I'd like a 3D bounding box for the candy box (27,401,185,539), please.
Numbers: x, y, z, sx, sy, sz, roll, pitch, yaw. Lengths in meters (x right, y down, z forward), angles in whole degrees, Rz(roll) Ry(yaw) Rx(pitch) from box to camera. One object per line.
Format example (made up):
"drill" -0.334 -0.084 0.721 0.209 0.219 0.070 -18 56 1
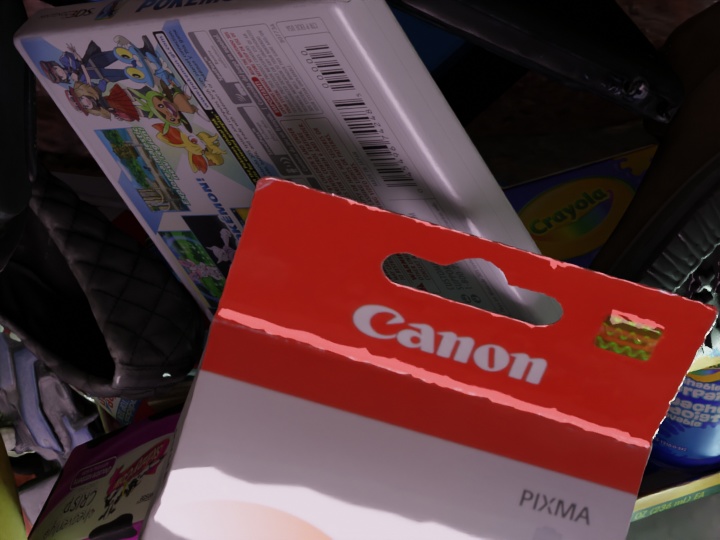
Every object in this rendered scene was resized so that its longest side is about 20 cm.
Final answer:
"candy box" -0.020 0.134 1.049 0.200 0.061 0.136 33 153 -18

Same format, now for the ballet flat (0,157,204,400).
"ballet flat" -0.145 -0.015 1.024 0.200 0.057 0.067 31 107 21

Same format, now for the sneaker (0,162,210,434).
"sneaker" -0.132 0.018 1.082 0.199 0.113 0.071 2 147 0

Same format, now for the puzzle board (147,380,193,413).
"puzzle board" 0.031 0.093 1.012 0.200 0.017 0.151 37 155 -26

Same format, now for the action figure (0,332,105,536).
"action figure" -0.154 0.080 1.212 0.193 0.105 0.201 -14 110 10

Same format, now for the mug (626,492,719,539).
"mug" 0.136 0.152 1.190 0.175 0.148 0.200 -13 -175 24

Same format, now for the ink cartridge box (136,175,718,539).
"ink cartridge box" 0.015 0.075 0.892 0.162 0.050 0.200 16 133 -5

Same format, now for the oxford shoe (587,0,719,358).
"oxford shoe" 0.133 -0.044 0.949 0.084 0.200 0.073 27 163 45

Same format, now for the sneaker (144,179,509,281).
"sneaker" 0.000 0.000 1.067 0.199 0.085 0.077 17 157 -15

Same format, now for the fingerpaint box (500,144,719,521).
"fingerpaint box" 0.138 0.021 1.049 0.199 0.073 0.167 -16 145 -17

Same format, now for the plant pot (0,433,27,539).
"plant pot" -0.222 0.079 1.036 0.199 0.142 0.200 1 155 1

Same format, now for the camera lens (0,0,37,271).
"camera lens" -0.226 -0.058 0.950 0.199 0.160 0.160 -7 142 11

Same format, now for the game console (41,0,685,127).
"game console" -0.012 -0.086 0.948 0.200 0.176 0.117 21 110 -24

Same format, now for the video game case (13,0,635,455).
"video game case" -0.013 -0.016 0.931 0.182 0.022 0.200 0 132 49
